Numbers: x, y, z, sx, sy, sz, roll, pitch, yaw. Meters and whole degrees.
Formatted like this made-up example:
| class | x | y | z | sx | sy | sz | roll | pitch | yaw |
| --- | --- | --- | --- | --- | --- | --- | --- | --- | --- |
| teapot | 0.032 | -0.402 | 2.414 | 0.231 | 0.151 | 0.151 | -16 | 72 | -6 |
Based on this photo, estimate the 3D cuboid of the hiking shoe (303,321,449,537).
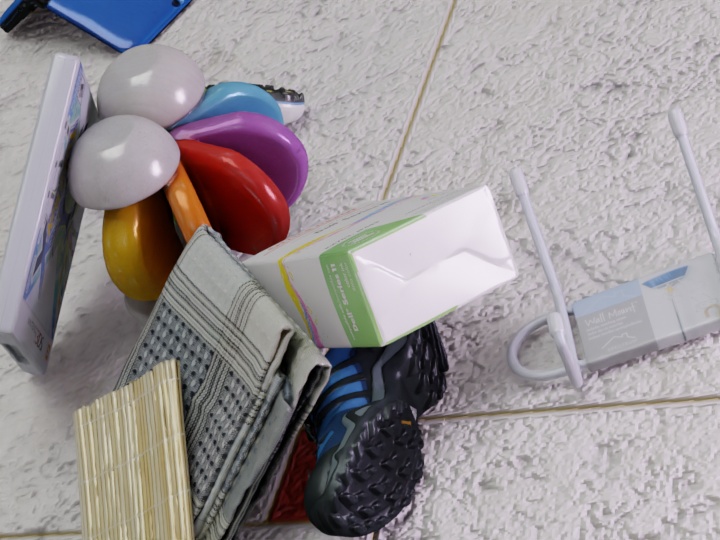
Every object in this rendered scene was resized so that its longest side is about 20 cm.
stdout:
| class | x | y | z | sx | sy | sz | roll | pitch | yaw |
| --- | --- | --- | --- | --- | --- | --- | --- | --- | --- |
| hiking shoe | -0.005 | 0.104 | 1.325 | 0.086 | 0.075 | 0.200 | -10 | 29 | 26 |

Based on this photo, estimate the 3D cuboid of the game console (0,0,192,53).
| class | x | y | z | sx | sy | sz | roll | pitch | yaw |
| --- | --- | --- | --- | --- | --- | --- | --- | --- | --- |
| game console | -0.223 | -0.280 | 1.952 | 0.200 | 0.118 | 0.171 | -49 | 11 | -27 |

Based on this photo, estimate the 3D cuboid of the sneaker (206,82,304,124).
| class | x | y | z | sx | sy | sz | roll | pitch | yaw |
| --- | --- | --- | --- | --- | --- | --- | --- | --- | --- |
| sneaker | -0.141 | -0.111 | 1.675 | 0.199 | 0.073 | 0.072 | -11 | 10 | 3 |

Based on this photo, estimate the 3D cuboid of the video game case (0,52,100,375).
| class | x | y | z | sx | sy | sz | roll | pitch | yaw |
| --- | --- | --- | --- | --- | --- | --- | --- | --- | --- |
| video game case | -0.225 | -0.036 | 1.484 | 0.022 | 0.182 | 0.201 | 11 | 78 | 1 |

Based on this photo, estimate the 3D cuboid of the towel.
| class | x | y | z | sx | sy | sz | roll | pitch | yaw |
| --- | --- | --- | --- | --- | --- | --- | --- | --- | --- |
| towel | -0.109 | 0.091 | 1.349 | 0.193 | 0.034 | 0.200 | -61 | 37 | 12 |

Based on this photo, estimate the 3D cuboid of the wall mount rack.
| class | x | y | z | sx | sy | sz | roll | pitch | yaw |
| --- | --- | --- | --- | --- | --- | --- | --- | --- | --- |
| wall mount rack | 0.176 | -0.012 | 1.339 | 0.199 | 0.075 | 0.174 | -19 | 37 | 9 |

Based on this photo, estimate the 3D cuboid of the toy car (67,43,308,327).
| class | x | y | z | sx | sy | sz | roll | pitch | yaw |
| --- | --- | --- | --- | --- | --- | --- | --- | --- | --- |
| toy car | -0.113 | -0.064 | 1.498 | 0.149 | 0.176 | 0.201 | -7 | 40 | 19 |

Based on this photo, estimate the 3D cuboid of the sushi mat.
| class | x | y | z | sx | sy | sz | roll | pitch | yaw |
| --- | --- | --- | --- | --- | --- | --- | --- | --- | --- |
| sushi mat | -0.146 | 0.158 | 1.321 | 0.095 | 0.012 | 0.201 | -31 | 51 | 29 |

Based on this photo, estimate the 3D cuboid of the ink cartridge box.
| class | x | y | z | sx | sy | sz | roll | pitch | yaw |
| --- | --- | --- | --- | --- | --- | --- | --- | --- | --- |
| ink cartridge box | 0.000 | 0.000 | 1.365 | 0.117 | 0.068 | 0.200 | -26 | 9 | -27 |
